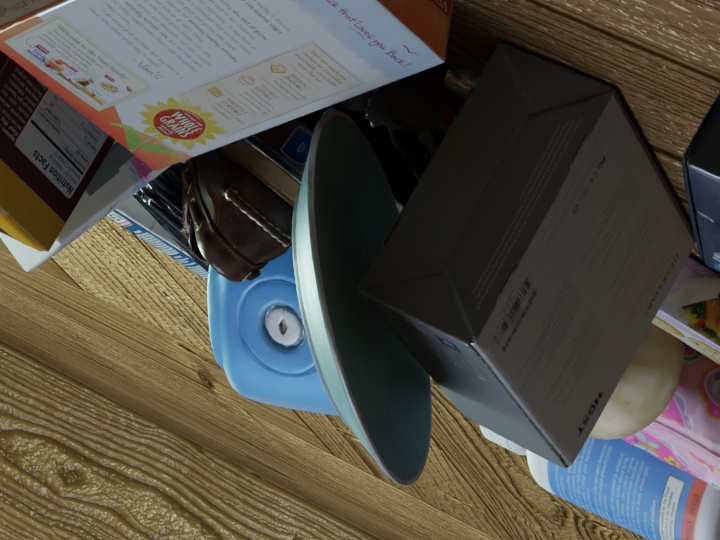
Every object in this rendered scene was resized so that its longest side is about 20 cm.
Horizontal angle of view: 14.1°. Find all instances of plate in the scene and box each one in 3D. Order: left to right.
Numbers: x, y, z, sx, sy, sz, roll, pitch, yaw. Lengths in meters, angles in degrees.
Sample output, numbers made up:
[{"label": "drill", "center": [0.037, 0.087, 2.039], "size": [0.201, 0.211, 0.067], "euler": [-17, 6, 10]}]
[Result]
[{"label": "plate", "center": [-0.003, 0.016, 1.529], "size": [0.025, 0.201, 0.200], "euler": [-11, 155, 14]}]

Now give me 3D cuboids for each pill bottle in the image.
[{"label": "pill bottle", "center": [0.183, 0.116, 1.989], "size": [0.199, 0.113, 0.112], "euler": [23, 167, 29]}]

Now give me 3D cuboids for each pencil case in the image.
[{"label": "pencil case", "center": [0.198, 0.085, 1.880], "size": [0.199, 0.088, 0.087], "euler": [23, 167, 29]}]

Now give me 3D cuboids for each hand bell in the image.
[{"label": "hand bell", "center": [0.099, 0.041, 1.731], "size": [0.104, 0.105, 0.200], "euler": [22, -174, 36]}]

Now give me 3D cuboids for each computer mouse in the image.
[{"label": "computer mouse", "center": [-0.100, -0.040, 1.896], "size": [0.138, 0.053, 0.200], "euler": [38, 173, 33]}, {"label": "computer mouse", "center": [-0.022, -0.085, 1.673], "size": [0.199, 0.034, 0.059], "euler": [30, 171, -1]}]

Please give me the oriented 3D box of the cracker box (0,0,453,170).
[{"label": "cracker box", "center": [-0.070, -0.132, 1.463], "size": [0.199, 0.058, 0.134], "euler": [-17, 139, 36]}]

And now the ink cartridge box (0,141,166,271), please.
[{"label": "ink cartridge box", "center": [-0.163, -0.066, 1.728], "size": [0.067, 0.200, 0.117], "euler": [53, 163, -3]}]

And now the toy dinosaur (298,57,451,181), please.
[{"label": "toy dinosaur", "center": [-0.022, -0.128, 1.589], "size": [0.200, 0.077, 0.102], "euler": [40, 154, -23]}]

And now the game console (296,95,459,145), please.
[{"label": "game console", "center": [0.016, -0.079, 1.769], "size": [0.199, 0.031, 0.177], "euler": [22, 166, 41]}]

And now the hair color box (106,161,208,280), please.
[{"label": "hair color box", "center": [-0.078, -0.037, 2.021], "size": [0.200, 0.100, 0.061], "euler": [33, 171, -12]}]

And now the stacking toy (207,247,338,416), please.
[{"label": "stacking toy", "center": [0.000, 0.000, 1.786], "size": [0.109, 0.117, 0.200], "euler": [9, -156, 27]}]

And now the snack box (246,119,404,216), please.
[{"label": "snack box", "center": [-0.016, -0.052, 1.645], "size": [0.200, 0.024, 0.072], "euler": [38, 178, -23]}]

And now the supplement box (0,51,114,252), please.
[{"label": "supplement box", "center": [-0.223, -0.153, 1.613], "size": [0.197, 0.201, 0.133], "euler": [25, 168, 26]}]

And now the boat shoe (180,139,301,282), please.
[{"label": "boat shoe", "center": [-0.072, -0.036, 1.628], "size": [0.070, 0.070, 0.200], "euler": [36, -178, -7]}]

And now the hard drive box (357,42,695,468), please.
[{"label": "hard drive box", "center": [0.095, -0.004, 1.568], "size": [0.077, 0.156, 0.200], "euler": [25, 167, 27]}]

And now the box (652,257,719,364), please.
[{"label": "box", "center": [0.248, 0.051, 1.717], "size": [0.199, 0.039, 0.041], "euler": [31, 170, -6]}]

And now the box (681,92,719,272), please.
[{"label": "box", "center": [0.256, -0.004, 1.415], "size": [0.199, 0.051, 0.158], "euler": [27, 168, 17]}]

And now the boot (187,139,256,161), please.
[{"label": "boot", "center": [-0.115, -0.108, 1.875], "size": [0.200, 0.073, 0.090], "euler": [41, 175, -29]}]
